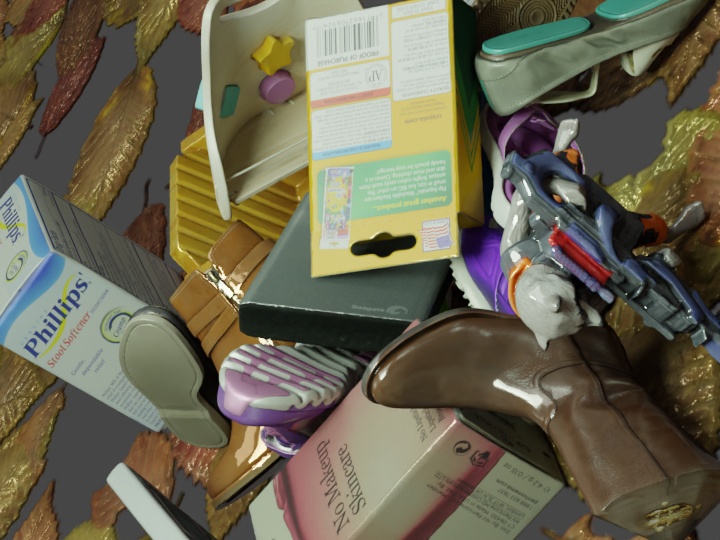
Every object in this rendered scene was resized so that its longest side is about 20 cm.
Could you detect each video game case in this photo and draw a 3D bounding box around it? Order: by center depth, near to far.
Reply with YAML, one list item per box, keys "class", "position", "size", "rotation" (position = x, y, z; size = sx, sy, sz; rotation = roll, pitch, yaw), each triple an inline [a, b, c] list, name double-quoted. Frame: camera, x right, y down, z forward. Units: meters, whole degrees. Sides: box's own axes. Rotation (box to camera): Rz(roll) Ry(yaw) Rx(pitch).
- class: "video game case"
  position: [-0.089, 0.230, 1.558]
  size: [0.023, 0.182, 0.200]
  rotation: [-48, 28, -4]

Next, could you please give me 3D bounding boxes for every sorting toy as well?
- class: "sorting toy"
  position: [-0.063, -0.173, 1.759]
  size: [0.199, 0.181, 0.107]
  rotation: [-29, 49, -16]

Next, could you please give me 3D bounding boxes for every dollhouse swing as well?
- class: "dollhouse swing"
  position: [-0.043, -0.080, 1.818]
  size: [0.176, 0.180, 0.201]
  rotation: [-53, 26, 33]

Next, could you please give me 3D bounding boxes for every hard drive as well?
- class: "hard drive"
  position: [0.000, 0.000, 1.636]
  size: [0.200, 0.138, 0.033]
  rotation: [-63, -23, -60]

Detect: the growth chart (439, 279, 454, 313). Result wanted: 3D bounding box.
- class: "growth chart"
  position: [0.008, 0.101, 1.700]
  size: [0.200, 0.018, 0.146]
  rotation: [-38, 34, 37]

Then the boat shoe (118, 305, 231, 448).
- class: "boat shoe"
  position: [-0.152, 0.077, 1.813]
  size: [0.072, 0.201, 0.063]
  rotation: [3, 57, 17]

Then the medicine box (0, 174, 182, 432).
- class: "medicine box"
  position: [-0.252, 0.029, 1.993]
  size: [0.103, 0.199, 0.182]
  rotation: [-53, 28, 10]

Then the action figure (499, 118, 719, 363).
- class: "action figure"
  position: [0.163, -0.001, 1.419]
  size: [0.105, 0.200, 0.193]
  rotation: [-45, 0, 38]

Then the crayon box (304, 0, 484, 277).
- class: "crayon box"
  position: [0.025, -0.096, 1.599]
  size: [0.125, 0.051, 0.202]
  rotation: [-8, 75, 26]

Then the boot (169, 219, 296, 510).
- class: "boot"
  position: [-0.098, 0.074, 1.706]
  size: [0.201, 0.155, 0.077]
  rotation: [-52, -7, 10]

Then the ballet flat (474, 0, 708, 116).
- class: "ballet flat"
  position: [0.181, -0.168, 1.605]
  size: [0.198, 0.064, 0.067]
  rotation: [-20, 22, -7]

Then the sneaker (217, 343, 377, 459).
- class: "sneaker"
  position: [-0.048, 0.102, 1.584]
  size: [0.080, 0.200, 0.089]
  rotation: [28, 104, 20]

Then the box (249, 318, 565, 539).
- class: "box"
  position: [0.029, 0.159, 1.513]
  size: [0.200, 0.109, 0.128]
  rotation: [-49, 30, 17]

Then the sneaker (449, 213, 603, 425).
- class: "sneaker"
  position: [0.131, 0.016, 1.541]
  size: [0.099, 0.069, 0.201]
  rotation: [-39, 37, 19]

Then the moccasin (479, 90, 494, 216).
- class: "moccasin"
  position: [0.094, -0.093, 1.705]
  size: [0.068, 0.080, 0.201]
  rotation: [-39, 20, 36]

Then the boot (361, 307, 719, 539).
- class: "boot"
  position: [0.117, 0.105, 1.353]
  size: [0.201, 0.185, 0.065]
  rotation: [-121, 22, -45]

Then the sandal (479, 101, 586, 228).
- class: "sandal"
  position: [0.135, -0.086, 1.590]
  size: [0.203, 0.082, 0.050]
  rotation: [-92, 24, -57]

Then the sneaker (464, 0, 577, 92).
- class: "sneaker"
  position: [0.081, -0.185, 1.690]
  size: [0.200, 0.070, 0.109]
  rotation: [-45, 25, 0]
